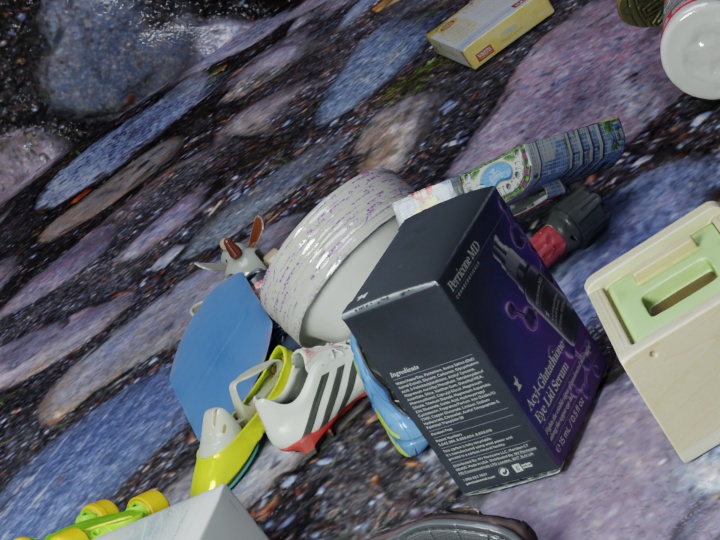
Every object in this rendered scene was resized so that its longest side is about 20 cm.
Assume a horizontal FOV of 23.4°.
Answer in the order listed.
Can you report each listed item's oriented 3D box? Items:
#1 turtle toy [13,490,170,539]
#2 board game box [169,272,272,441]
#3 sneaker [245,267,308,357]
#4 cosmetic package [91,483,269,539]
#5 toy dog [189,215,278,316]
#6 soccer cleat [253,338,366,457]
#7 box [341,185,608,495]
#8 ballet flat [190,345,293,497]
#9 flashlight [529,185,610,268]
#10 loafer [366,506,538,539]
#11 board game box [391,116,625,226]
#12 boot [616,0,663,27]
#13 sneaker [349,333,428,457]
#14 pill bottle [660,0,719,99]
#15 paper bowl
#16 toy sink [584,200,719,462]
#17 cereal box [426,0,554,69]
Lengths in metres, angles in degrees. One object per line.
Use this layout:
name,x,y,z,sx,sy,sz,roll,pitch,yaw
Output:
turtle toy,-0.235,0.277,1.634,0.199,0.102,0.145,-15,4,41
board game box,-0.143,0.100,1.946,0.159,0.039,0.200,-56,33,13
sneaker,-0.095,0.048,1.962,0.075,0.085,0.200,-37,20,-7
cosmetic package,-0.184,0.310,1.448,0.199,0.123,0.200,-26,21,28
toy dog,-0.158,-0.013,2.190,0.132,0.097,0.199,-44,21,-25
soccer cleat,-0.022,0.097,1.725,0.200,0.085,0.068,-43,20,-20
box,0.098,0.058,1.438,0.104,0.201,0.148,-20,24,37
ballet flat,-0.123,0.154,1.790,0.067,0.067,0.200,-8,34,52
flashlight,0.158,-0.006,1.694,0.200,0.068,0.068,-39,36,-11
loafer,0.061,0.212,1.347,0.199,0.072,0.063,-21,19,43
board game box,0.141,-0.078,1.747,0.199,0.062,0.199,-20,-3,-41
boot,0.374,-0.370,2.195,0.174,0.067,0.200,-25,19,-6
sneaker,0.044,0.102,1.627,0.082,0.071,0.200,-25,31,-4
pill bottle,0.382,-0.273,1.875,0.110,0.111,0.200,-26,21,24
paper bowl,0.000,0.000,1.807,0.200,0.104,0.201,-41,-20,-18
toy sink,0.260,0.034,1.359,0.130,0.112,0.200,-32,20,9
cereal box,0.185,-0.357,2.507,0.144,0.040,0.200,-36,20,-2
